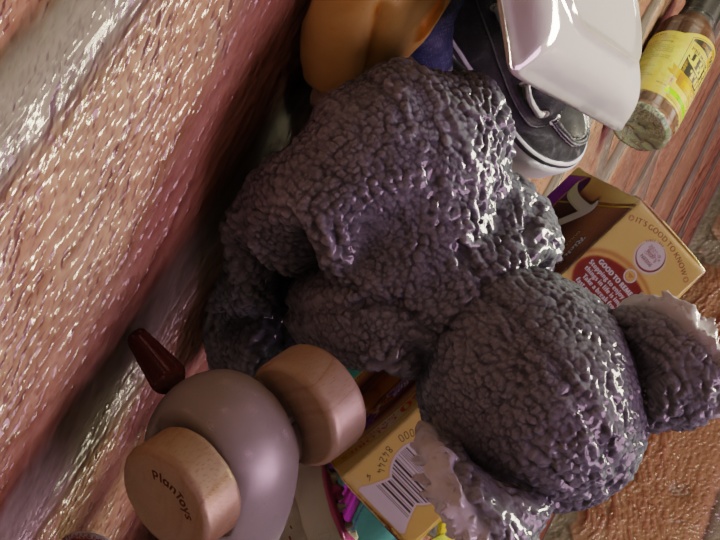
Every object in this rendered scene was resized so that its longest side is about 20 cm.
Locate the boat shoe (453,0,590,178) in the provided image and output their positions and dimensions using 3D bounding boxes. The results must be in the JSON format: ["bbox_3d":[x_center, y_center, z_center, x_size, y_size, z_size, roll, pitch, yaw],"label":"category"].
[{"bbox_3d":[0.088,-0.110,1.200,0.200,0.068,0.072,46,42,-52],"label":"boat shoe"}]

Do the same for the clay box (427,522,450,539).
[{"bbox_3d":[0.058,0.053,1.398,0.115,0.048,0.200,-157,-104,-66],"label":"clay box"}]

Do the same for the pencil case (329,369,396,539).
[{"bbox_3d":[-0.004,0.129,1.348,0.092,0.085,0.200,-63,175,-53],"label":"pencil case"}]

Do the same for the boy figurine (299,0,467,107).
[{"bbox_3d":[0.023,-0.124,1.039,0.124,0.064,0.200,-43,161,-19],"label":"boy figurine"}]

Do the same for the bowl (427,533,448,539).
[{"bbox_3d":[-0.022,0.222,1.171,0.200,0.108,0.200,-27,174,-3],"label":"bowl"}]

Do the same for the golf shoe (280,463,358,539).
[{"bbox_3d":[-0.059,0.146,1.244,0.091,0.075,0.200,-21,171,-13],"label":"golf shoe"}]

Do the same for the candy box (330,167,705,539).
[{"bbox_3d":[0.070,0.040,1.174,0.200,0.056,0.117,-44,-166,0],"label":"candy box"}]

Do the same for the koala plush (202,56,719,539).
[{"bbox_3d":[0.049,0.027,1.010,0.177,0.200,0.184,-30,154,-19],"label":"koala plush"}]

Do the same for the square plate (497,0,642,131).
[{"bbox_3d":[0.091,-0.173,1.066,0.200,0.028,0.199,12,70,-70],"label":"square plate"}]

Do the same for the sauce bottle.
[{"bbox_3d":[0.296,-0.197,2.192,0.065,0.065,0.200,99,17,-52],"label":"sauce bottle"}]

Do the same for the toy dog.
[{"bbox_3d":[-0.078,0.099,0.997,0.132,0.096,0.200,-14,142,-52],"label":"toy dog"}]
